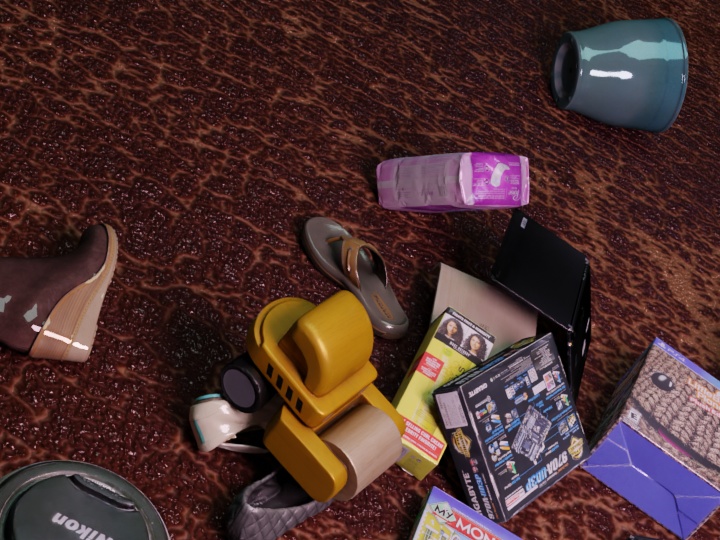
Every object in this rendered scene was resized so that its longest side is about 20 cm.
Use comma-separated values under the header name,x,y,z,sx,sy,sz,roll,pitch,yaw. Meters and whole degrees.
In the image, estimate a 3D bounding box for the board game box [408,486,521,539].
name,x,y,z,sx,sy,sz,roll,pitch,yaw
board game box,0.138,0.327,1.304,0.199,0.029,0.135,31,37,-1

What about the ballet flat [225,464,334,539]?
name,x,y,z,sx,sy,sz,roll,pitch,yaw
ballet flat,-0.063,0.219,1.275,0.066,0.057,0.200,41,38,12

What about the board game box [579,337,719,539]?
name,x,y,z,sx,sy,sz,roll,pitch,yaw
board game box,0.388,0.208,1.571,0.159,0.097,0.200,35,37,5

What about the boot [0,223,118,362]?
name,x,y,z,sx,sy,sz,roll,pitch,yaw
boot,-0.348,0.000,1.315,0.165,0.072,0.201,21,41,-17

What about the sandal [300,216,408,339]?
name,x,y,z,sx,sy,sz,roll,pitch,yaw
sandal,0.000,0.000,1.574,0.081,0.055,0.200,-7,51,-40

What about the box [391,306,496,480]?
name,x,y,z,sx,sy,sz,roll,pitch,yaw
box,0.085,0.138,1.439,0.075,0.050,0.200,34,51,-3

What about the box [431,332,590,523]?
name,x,y,z,sx,sy,sz,roll,pitch,yaw
box,0.178,0.177,1.437,0.199,0.046,0.160,-24,96,-48

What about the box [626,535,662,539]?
name,x,y,z,sx,sy,sz,roll,pitch,yaw
box,0.377,0.396,1.375,0.158,0.046,0.201,14,39,-22

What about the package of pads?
name,x,y,z,sx,sy,sz,roll,pitch,yaw
package of pads,0.122,-0.118,1.697,0.120,0.199,0.076,-2,92,-34

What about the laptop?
name,x,y,z,sx,sy,sz,roll,pitch,yaw
laptop,0.239,0.050,1.626,0.103,0.201,0.178,4,33,17

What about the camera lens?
name,x,y,z,sx,sy,sz,roll,pitch,yaw
camera lens,-0.245,0.260,0.979,0.159,0.201,0.161,19,38,-16

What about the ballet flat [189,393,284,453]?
name,x,y,z,sx,sy,sz,roll,pitch,yaw
ballet flat,-0.090,0.160,1.330,0.199,0.070,0.070,-3,48,-35

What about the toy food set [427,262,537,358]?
name,x,y,z,sx,sy,sz,roll,pitch,yaw
toy food set,0.143,0.090,1.579,0.143,0.061,0.201,24,45,-10

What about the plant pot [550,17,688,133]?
name,x,y,z,sx,sy,sz,roll,pitch,yaw
plant pot,0.440,-0.342,2.181,0.186,0.201,0.201,0,44,-14

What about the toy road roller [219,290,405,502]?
name,x,y,z,sx,sy,sz,roll,pitch,yaw
toy road roller,-0.032,0.114,1.248,0.200,0.146,0.123,49,45,9
